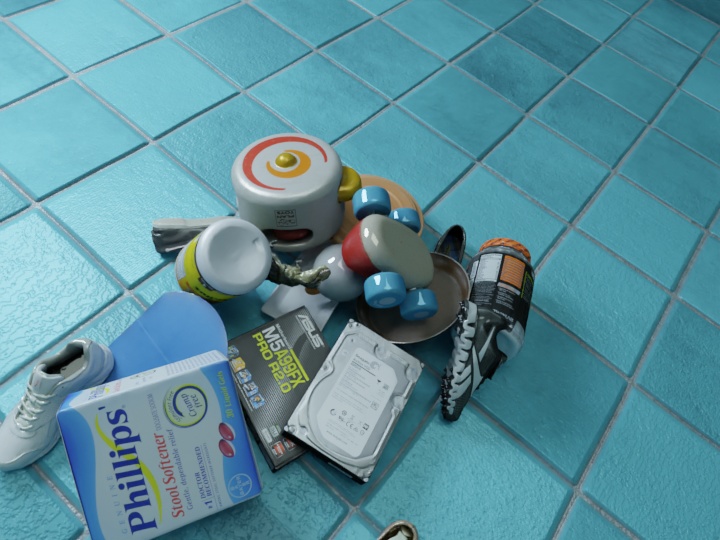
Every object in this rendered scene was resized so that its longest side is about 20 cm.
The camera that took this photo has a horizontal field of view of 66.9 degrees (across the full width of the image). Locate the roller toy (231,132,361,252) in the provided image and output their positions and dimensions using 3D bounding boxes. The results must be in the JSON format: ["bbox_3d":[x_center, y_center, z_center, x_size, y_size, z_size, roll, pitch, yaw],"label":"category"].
[{"bbox_3d":[-0.116,-0.135,0.910,0.200,0.140,0.182,35,59,27],"label":"roller toy"}]

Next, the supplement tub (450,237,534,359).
[{"bbox_3d":[0.237,0.047,0.957,0.122,0.123,0.201,22,54,3],"label":"supplement tub"}]

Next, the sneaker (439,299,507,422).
[{"bbox_3d":[0.180,0.148,0.845,0.090,0.201,0.066,10,13,0],"label":"sneaker"}]

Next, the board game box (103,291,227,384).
[{"bbox_3d":[-0.285,0.131,0.813,0.200,0.039,0.158,-45,67,-6],"label":"board game box"}]

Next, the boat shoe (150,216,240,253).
[{"bbox_3d":[-0.266,-0.062,0.968,0.199,0.057,0.067,-1,21,-18],"label":"boat shoe"}]

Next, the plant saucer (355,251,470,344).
[{"bbox_3d":[0.091,0.050,0.934,0.199,0.032,0.201,-14,44,13],"label":"plant saucer"}]

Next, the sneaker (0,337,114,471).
[{"bbox_3d":[-0.428,0.169,0.733,0.078,0.099,0.200,25,63,7],"label":"sneaker"}]

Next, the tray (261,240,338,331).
[{"bbox_3d":[-0.079,0.025,0.962,0.107,0.022,0.200,27,55,7],"label":"tray"}]

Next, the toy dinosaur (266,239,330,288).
[{"bbox_3d":[-0.142,-0.011,0.867,0.199,0.088,0.047,3,37,37],"label":"toy dinosaur"}]

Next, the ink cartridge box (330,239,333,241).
[{"bbox_3d":[-0.048,-0.123,1.056,0.199,0.045,0.176,32,56,10],"label":"ink cartridge box"}]

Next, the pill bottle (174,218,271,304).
[{"bbox_3d":[-0.219,-0.007,0.837,0.109,0.200,0.110,5,79,-29],"label":"pill bottle"}]

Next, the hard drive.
[{"bbox_3d":[-0.006,0.187,0.802,0.139,0.038,0.200,33,58,1],"label":"hard drive"}]

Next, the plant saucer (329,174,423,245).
[{"bbox_3d":[0.022,-0.106,1.013,0.199,0.032,0.201,6,55,-9],"label":"plant saucer"}]

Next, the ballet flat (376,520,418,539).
[{"bbox_3d":[0.004,0.399,0.699,0.068,0.067,0.200,39,57,15],"label":"ballet flat"}]

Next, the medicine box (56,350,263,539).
[{"bbox_3d":[-0.249,0.221,0.693,0.199,0.103,0.183,-16,94,-22],"label":"medicine box"}]

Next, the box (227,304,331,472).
[{"bbox_3d":[-0.107,0.173,0.826,0.160,0.044,0.200,-24,72,-25],"label":"box"}]

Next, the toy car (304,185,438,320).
[{"bbox_3d":[0.000,0.000,0.895,0.177,0.199,0.185,24,50,-48],"label":"toy car"}]

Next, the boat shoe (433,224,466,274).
[{"bbox_3d":[0.153,-0.005,1.013,0.068,0.057,0.201,20,54,1],"label":"boat shoe"}]
